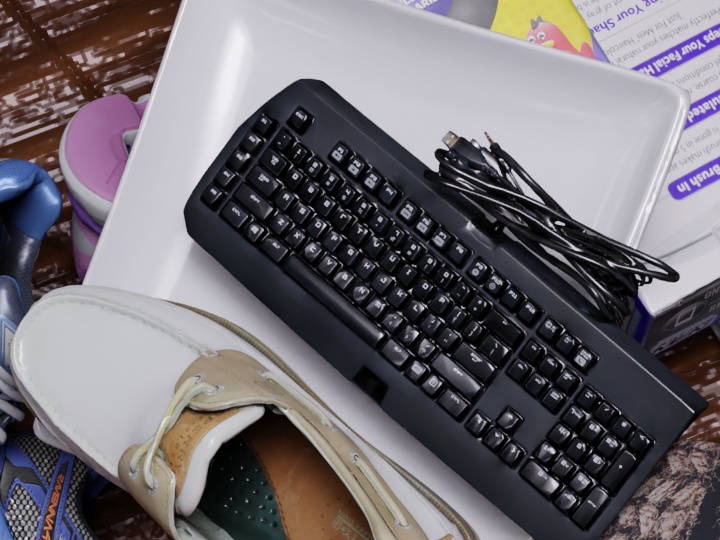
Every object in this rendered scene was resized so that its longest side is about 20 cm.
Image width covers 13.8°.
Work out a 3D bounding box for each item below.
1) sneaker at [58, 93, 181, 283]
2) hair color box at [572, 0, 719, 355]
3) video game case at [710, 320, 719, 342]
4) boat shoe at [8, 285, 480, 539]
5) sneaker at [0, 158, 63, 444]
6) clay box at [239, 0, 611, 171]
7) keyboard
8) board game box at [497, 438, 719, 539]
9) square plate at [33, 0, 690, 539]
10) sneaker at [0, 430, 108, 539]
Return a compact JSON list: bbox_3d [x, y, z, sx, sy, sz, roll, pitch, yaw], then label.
[{"bbox_3d":[-0.035,-0.025,1.211,0.199,0.089,0.081,-5,48,-26],"label":"sneaker"},{"bbox_3d":[0.107,-0.076,1.210,0.109,0.065,0.201,-27,71,-14],"label":"hair color box"},{"bbox_3d":[0.215,-0.054,1.251,0.199,0.023,0.183,-26,73,-10],"label":"video game case"},{"bbox_3d":[-0.046,0.062,1.050,0.199,0.068,0.075,29,91,19],"label":"boat shoe"},{"bbox_3d":[-0.158,0.037,1.121,0.085,0.077,0.201,-8,58,25],"label":"sneaker"},{"bbox_3d":[0.012,-0.107,1.163,0.114,0.048,0.201,-30,74,-5],"label":"clay box"},{"bbox_3d":[0.030,0.002,1.055,0.200,0.040,0.104,39,93,17],"label":"keyboard"},{"bbox_3d":[0.088,0.148,1.076,0.097,0.199,0.160,40,69,-30],"label":"board game box"},{"bbox_3d":[0.000,0.000,1.098,0.199,0.028,0.199,19,87,18],"label":"square plate"},{"bbox_3d":[-0.108,0.147,1.148,0.078,0.075,0.201,-15,73,-10],"label":"sneaker"}]
